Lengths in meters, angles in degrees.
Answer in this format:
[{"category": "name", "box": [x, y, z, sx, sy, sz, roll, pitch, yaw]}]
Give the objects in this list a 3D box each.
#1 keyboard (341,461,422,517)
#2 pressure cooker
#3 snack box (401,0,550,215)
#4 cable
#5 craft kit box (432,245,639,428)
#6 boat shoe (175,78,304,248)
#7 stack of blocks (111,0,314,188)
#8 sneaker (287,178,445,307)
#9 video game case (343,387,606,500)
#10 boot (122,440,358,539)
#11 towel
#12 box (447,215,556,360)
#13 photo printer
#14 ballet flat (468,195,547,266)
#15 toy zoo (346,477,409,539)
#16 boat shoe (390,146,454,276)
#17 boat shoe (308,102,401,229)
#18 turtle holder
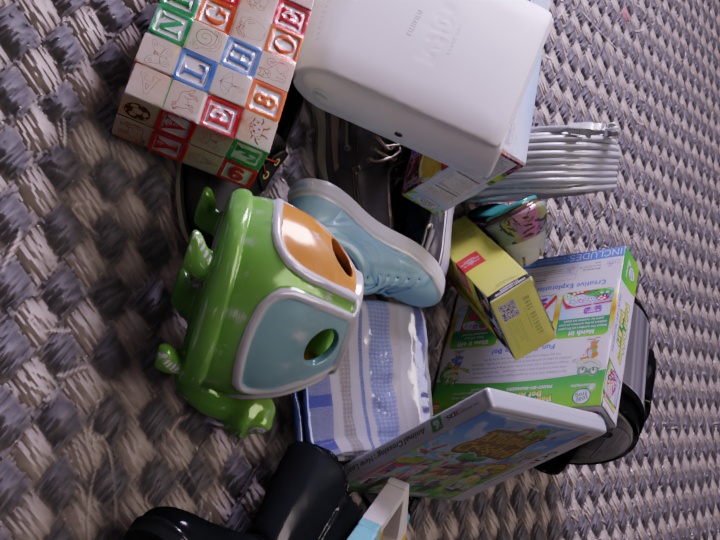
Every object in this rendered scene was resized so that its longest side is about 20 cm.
[{"category": "keyboard", "box": [0.016, 0.144, 0.991, 0.201, 0.020, 0.128, 60, 40, -28]}, {"category": "pressure cooker", "box": [0.237, 0.129, 1.170, 0.176, 0.177, 0.201, 49, 42, -35]}, {"category": "snack box", "box": [0.113, -0.171, 1.008, 0.053, 0.142, 0.202, 25, 63, -24]}, {"category": "cable", "box": [0.187, -0.113, 1.140, 0.200, 0.198, 0.070, -5, 91, -77]}, {"category": "craft kit box", "box": [0.183, 0.075, 1.086, 0.049, 0.198, 0.199, 52, 45, -35]}, {"category": "boat shoe", "box": [-0.097, -0.106, 0.857, 0.074, 0.063, 0.203, 46, 49, -42]}, {"category": "stack of blocks", "box": [-0.108, -0.180, 0.815, 0.114, 0.059, 0.202, 21, 60, -13]}, {"category": "sneaker", "box": [0.000, 0.000, 0.960, 0.199, 0.074, 0.083, 33, 55, -32]}, {"category": "video game case", "box": [0.103, 0.166, 0.944, 0.199, 0.181, 0.022, 19, 47, -47]}, {"category": "boot", "box": [-0.082, 0.194, 0.789, 0.169, 0.076, 0.201, -60, 136, -38]}, {"category": "towel", "box": [0.006, 0.099, 0.952, 0.199, 0.024, 0.149, 7, 76, -53]}, {"category": "box", "box": [0.131, 0.012, 1.057, 0.076, 0.050, 0.200, 63, -2, -25]}, {"category": "photo printer", "box": [0.049, -0.188, 0.886, 0.070, 0.198, 0.168, 109, 6, -65]}, {"category": "ballet flat", "box": [0.163, -0.040, 1.117, 0.200, 0.068, 0.072, -177, -114, -82]}, {"category": "toy zoo", "box": [0.000, 0.269, 0.881, 0.200, 0.020, 0.133, -42, 143, -55]}, {"category": "boat shoe", "box": [0.057, -0.081, 1.067, 0.066, 0.069, 0.202, 20, 74, -52]}, {"category": "boat shoe", "box": [0.000, -0.126, 0.985, 0.074, 0.073, 0.202, -25, 103, -53]}, {"category": "turtle holder", "box": [-0.076, 0.040, 0.755, 0.130, 0.141, 0.188, 16, 91, -11]}]
